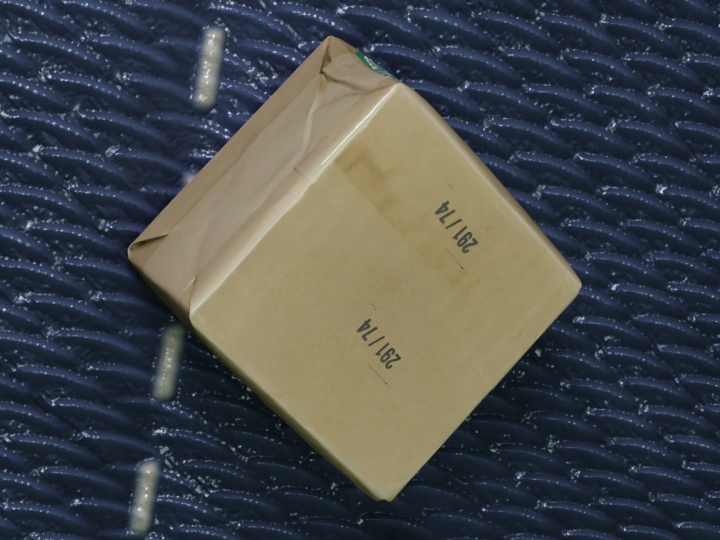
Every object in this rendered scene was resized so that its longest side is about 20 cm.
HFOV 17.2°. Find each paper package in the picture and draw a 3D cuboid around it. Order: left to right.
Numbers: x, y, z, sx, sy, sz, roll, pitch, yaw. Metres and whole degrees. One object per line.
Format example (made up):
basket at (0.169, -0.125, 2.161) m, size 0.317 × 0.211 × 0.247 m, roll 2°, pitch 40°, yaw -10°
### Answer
paper package at (0.000, 0.000, 1.388) m, size 0.191 × 0.103 × 0.200 m, roll -47°, pitch 122°, yaw -2°
